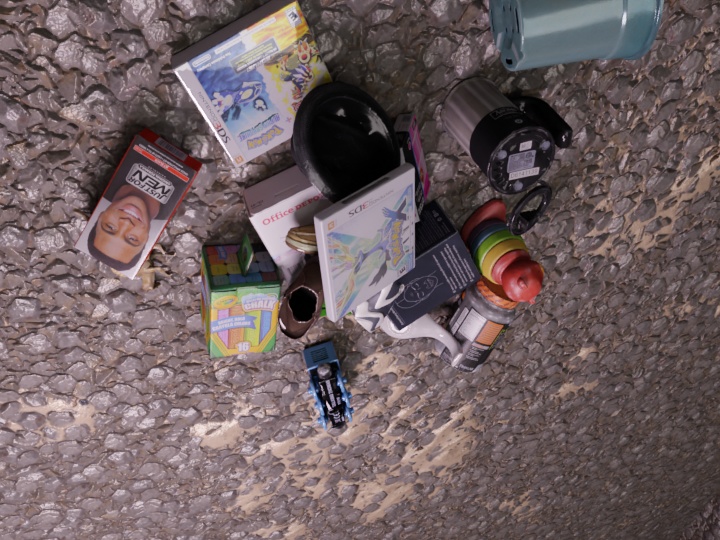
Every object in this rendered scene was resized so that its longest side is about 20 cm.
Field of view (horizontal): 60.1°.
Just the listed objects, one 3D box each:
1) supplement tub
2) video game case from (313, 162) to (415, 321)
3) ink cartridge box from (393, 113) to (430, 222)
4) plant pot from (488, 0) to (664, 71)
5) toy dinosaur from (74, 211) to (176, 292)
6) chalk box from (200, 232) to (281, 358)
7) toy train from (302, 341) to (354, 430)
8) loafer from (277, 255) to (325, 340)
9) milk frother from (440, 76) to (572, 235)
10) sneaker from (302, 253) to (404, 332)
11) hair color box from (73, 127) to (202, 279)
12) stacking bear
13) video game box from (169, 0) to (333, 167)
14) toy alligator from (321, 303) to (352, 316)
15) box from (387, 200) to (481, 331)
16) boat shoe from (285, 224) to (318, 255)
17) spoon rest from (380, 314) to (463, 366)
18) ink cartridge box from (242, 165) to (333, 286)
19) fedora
[{"bbox_3d":[0.255,0.113,1.355,0.121,0.123,0.202,10,123,-29],"label":"supplement tub"},{"bbox_3d":[0.014,-0.040,0.947,0.181,0.022,0.202,-33,140,-27],"label":"video game case"},{"bbox_3d":[0.088,-0.159,1.078,0.037,0.095,0.202,3,138,20],"label":"ink cartridge box"},{"bbox_3d":[0.304,-0.393,0.919,0.193,0.202,0.202,-14,133,-1],"label":"plant pot"},{"bbox_3d":[-0.369,-0.030,1.017,0.100,0.059,0.201,-27,133,2],"label":"toy dinosaur"},{"bbox_3d":[-0.213,0.034,1.092,0.122,0.125,0.202,-5,128,-19],"label":"chalk box"},{"bbox_3d":[-0.068,0.253,1.341,0.085,0.115,0.202,-16,132,-5],"label":"toy train"},{"bbox_3d":[-0.100,0.056,1.013,0.072,0.071,0.201,30,138,3],"label":"loafer"},{"bbox_3d":[0.237,-0.189,1.051,0.178,0.189,0.202,1,128,-22],"label":"milk frother"},{"bbox_3d":[0.000,0.000,1.071,0.130,0.079,0.199,-45,111,-2],"label":"sneaker"},{"bbox_3d":[-0.333,-0.099,0.937,0.101,0.061,0.201,31,106,-16],"label":"hair color box"},{"bbox_3d":[0.282,-0.022,1.200,0.113,0.201,0.122,-30,134,4],"label":"stacking bear"},{"bbox_3d":[-0.146,-0.274,0.917,0.198,0.047,0.183,-29,136,1],"label":"video game box"},{"bbox_3d":[-0.051,0.063,1.237,0.197,0.059,0.055,-4,86,-13],"label":"toy alligator"},{"bbox_3d":[0.109,-0.007,1.204,0.199,0.108,0.149,-33,133,5],"label":"box"},{"bbox_3d":[-0.028,-0.068,1.018,0.198,0.072,0.077,-1,114,-34],"label":"boat shoe"},{"bbox_3d":[0.126,0.125,1.316,0.198,0.061,0.100,32,119,1],"label":"spoon rest"},{"bbox_3d":[-0.095,-0.073,1.077,0.146,0.086,0.201,-25,132,-2],"label":"ink cartridge box"},{"bbox_3d":[-0.034,-0.179,0.942,0.198,0.091,0.204,1,89,-39],"label":"fedora"}]
